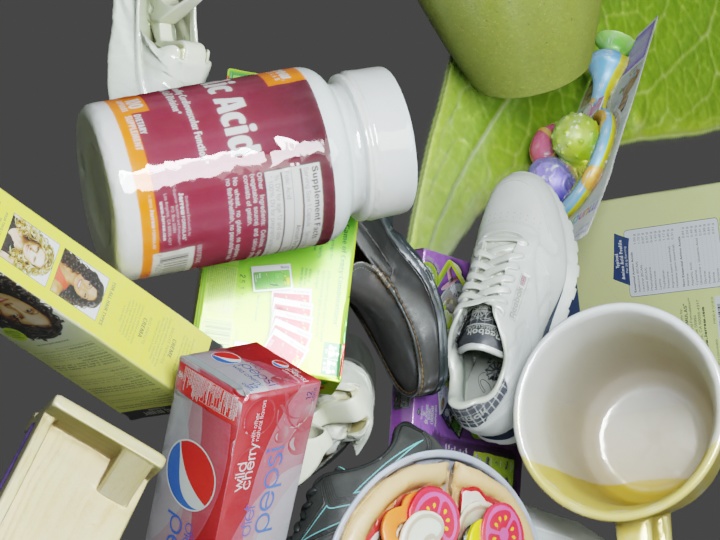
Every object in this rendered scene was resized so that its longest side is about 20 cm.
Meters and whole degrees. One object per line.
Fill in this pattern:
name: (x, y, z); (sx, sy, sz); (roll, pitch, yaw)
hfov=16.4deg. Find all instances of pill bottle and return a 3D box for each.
pill bottle: (-0.072, -0.066, 1.581); (0.199, 0.114, 0.115); (-11, 93, -16)

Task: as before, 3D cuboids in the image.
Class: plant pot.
plant pot: (0.104, -0.235, 1.816); (0.187, 0.186, 0.201); (-41, 128, -41)

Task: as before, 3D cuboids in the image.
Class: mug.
mug: (0.188, 0.127, 1.773); (0.187, 0.149, 0.153); (-63, 161, -3)

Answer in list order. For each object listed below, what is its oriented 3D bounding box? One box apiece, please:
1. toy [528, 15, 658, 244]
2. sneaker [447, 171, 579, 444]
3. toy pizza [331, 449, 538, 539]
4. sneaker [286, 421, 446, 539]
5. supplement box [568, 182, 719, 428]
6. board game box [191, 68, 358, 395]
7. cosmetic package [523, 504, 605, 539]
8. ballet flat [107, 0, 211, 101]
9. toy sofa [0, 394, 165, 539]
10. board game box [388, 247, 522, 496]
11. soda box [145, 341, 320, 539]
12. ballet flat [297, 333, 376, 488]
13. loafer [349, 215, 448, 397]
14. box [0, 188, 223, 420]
toy: (0.160, -0.099, 1.894); (0.047, 0.115, 0.201); (30, 62, -10)
sneaker: (0.103, 0.020, 1.782); (0.080, 0.076, 0.201); (32, 60, -54)
toy pizza: (0.054, 0.215, 1.591); (0.199, 0.032, 0.202); (2, 88, -41)
sneaker: (-0.016, 0.182, 1.659); (0.200, 0.075, 0.079); (-37, 78, -5)
supplement box: (0.270, 0.035, 1.909); (0.134, 0.199, 0.202); (-4, 88, -46)
board game box: (-0.053, -0.026, 1.662); (0.101, 0.048, 0.201); (8, 75, -6)
cosmetic package: (0.094, 0.216, 1.772); (0.199, 0.071, 0.102); (21, 95, -43)
ballet flat: (-0.128, -0.160, 1.628); (0.069, 0.069, 0.202); (3, 82, -45)
toy sofa: (-0.202, 0.185, 1.504); (0.083, 0.098, 0.201); (30, 61, -11)
board game box: (0.072, 0.094, 1.823); (0.120, 0.032, 0.201); (18, 71, -46)
soda box: (-0.086, 0.150, 1.567); (0.070, 0.063, 0.201); (-9, 119, -45)
ballet flat: (-0.032, 0.110, 1.684); (0.200, 0.068, 0.068); (-46, 116, -39)
loafer: (0.000, 0.000, 1.739); (0.072, 0.073, 0.201); (-23, 92, -36)
box: (-0.181, 0.024, 1.543); (0.200, 0.075, 0.050); (36, 58, -35)
